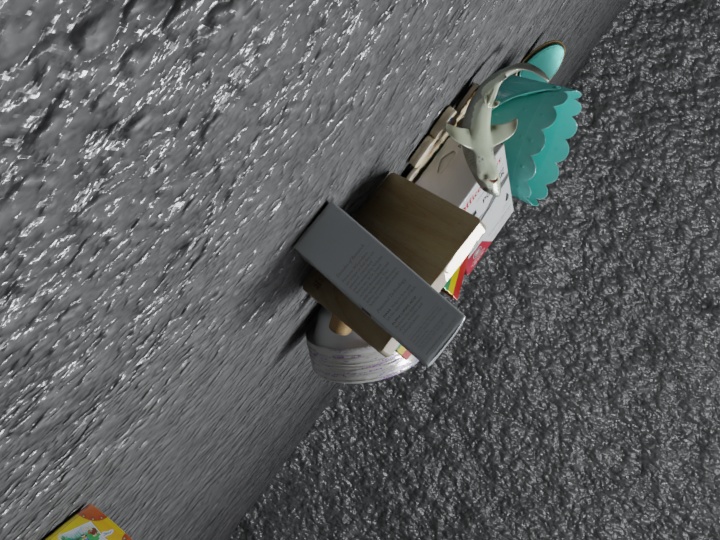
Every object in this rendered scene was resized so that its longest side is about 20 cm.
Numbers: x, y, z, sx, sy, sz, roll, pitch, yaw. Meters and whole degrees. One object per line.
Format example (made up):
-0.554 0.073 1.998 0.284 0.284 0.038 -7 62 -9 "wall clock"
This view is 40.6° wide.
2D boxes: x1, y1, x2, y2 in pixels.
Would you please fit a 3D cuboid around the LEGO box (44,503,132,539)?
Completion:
-0.325 0.346 0.952 0.150 0.077 0.200 -55 173 23 "LEGO box"

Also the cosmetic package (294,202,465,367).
0.023 0.018 1.104 0.074 0.199 0.102 -50 172 -3 "cosmetic package"

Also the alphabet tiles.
0.119 -0.197 1.462 0.196 0.015 0.200 -54 174 12 "alphabet tiles"

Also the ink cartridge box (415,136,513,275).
0.164 -0.108 1.530 0.147 0.082 0.200 -54 154 -15 "ink cartridge box"

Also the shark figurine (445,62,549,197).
0.177 -0.229 1.413 0.089 0.127 0.216 2 -111 66 "shark figurine"

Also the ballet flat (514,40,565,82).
0.305 -0.354 1.822 0.201 0.068 0.063 -53 -158 24 "ballet flat"

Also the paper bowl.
0.007 0.095 1.600 0.201 0.199 0.105 -43 126 -55 "paper bowl"

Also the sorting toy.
0.052 -0.002 1.248 0.199 0.200 0.070 -52 129 -2 "sorting toy"

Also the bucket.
0.266 -0.223 1.621 0.208 0.134 0.208 -50 154 -36 "bucket"

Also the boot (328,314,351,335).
-0.001 0.000 1.471 0.201 0.070 0.145 -76 -174 -71 "boot"
